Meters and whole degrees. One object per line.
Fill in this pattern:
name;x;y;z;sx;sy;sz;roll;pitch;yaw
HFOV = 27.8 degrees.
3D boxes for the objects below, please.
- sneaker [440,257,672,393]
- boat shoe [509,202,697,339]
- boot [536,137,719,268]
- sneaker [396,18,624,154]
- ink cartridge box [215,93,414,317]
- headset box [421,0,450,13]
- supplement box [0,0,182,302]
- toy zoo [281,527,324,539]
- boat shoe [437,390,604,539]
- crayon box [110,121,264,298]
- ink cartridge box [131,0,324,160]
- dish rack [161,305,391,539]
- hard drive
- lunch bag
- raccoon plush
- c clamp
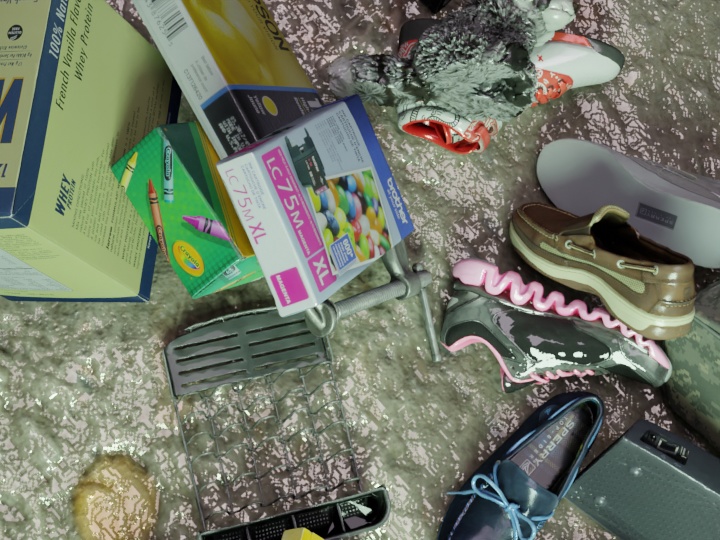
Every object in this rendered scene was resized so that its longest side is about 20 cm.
sneaker;0.156;0.065;1.206;0.200;0.079;0.096;22;82;12
boat shoe;0.201;-0.022;1.187;0.075;0.075;0.202;-15;34;-34
boot;0.256;-0.061;1.268;0.200;0.096;0.074;30;113;23
sneaker;0.128;-0.152;1.267;0.201;0.067;0.108;6;75;-4
ink cartridge box;-0.022;-0.058;1.086;0.200;0.042;0.120;-39;109;-58
headset box;0.062;-0.366;1.298;0.200;0.093;0.174;44;73;4
supplement box;-0.248;-0.098;1.097;0.134;0.200;0.201;0;73;21
toy zoo;-0.017;0.275;1.063;0.020;0.200;0.132;-15;52;29
boat shoe;0.125;0.171;1.176;0.084;0.069;0.200;33;72;0
crayon box;-0.094;-0.055;1.140;0.058;0.200;0.119;-37;82;25
ink cartridge box;-0.081;-0.158;1.172;0.047;0.200;0.198;-35;80;27
dish rack;-0.074;0.126;1.162;0.153;0.055;0.201;-12;77;-14
hard drive;0.274;0.201;1.164;0.200;0.135;0.042;33;55;2
lunch bag;0.365;0.077;1.180;0.167;0.140;0.200;-25;40;-23
raccoon plush;0.078;-0.209;1.203;0.199;0.097;0.134;8;65;-1
c clamp;0.000;0.000;1.144;0.200;0.027;0.171;-9;86;-56
